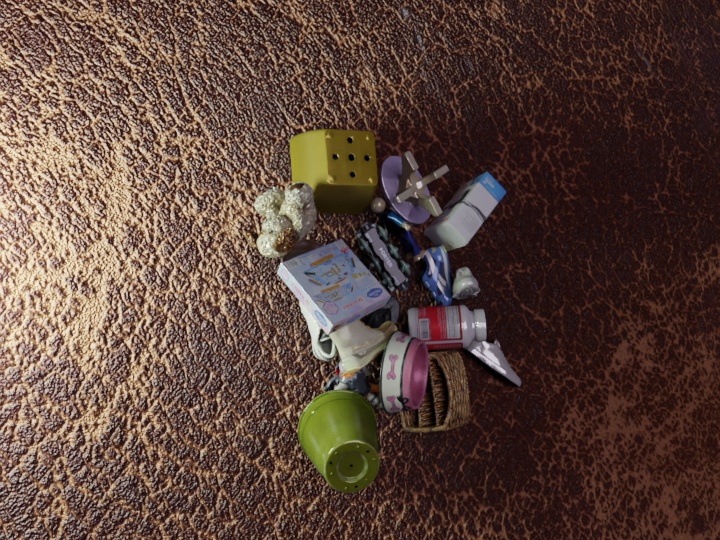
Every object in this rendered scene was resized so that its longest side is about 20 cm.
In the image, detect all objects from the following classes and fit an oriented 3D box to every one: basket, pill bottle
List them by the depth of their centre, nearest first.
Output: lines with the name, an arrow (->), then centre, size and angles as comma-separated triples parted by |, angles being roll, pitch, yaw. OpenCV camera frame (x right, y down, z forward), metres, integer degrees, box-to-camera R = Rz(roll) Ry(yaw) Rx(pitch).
basket -> 0.187, 0.312, 1.729 | 0.147, 0.142, 0.203 | -3, 84, -24
pill bottle -> 0.225, 0.148, 1.746 | 0.197, 0.112, 0.114 | -3, 83, 5

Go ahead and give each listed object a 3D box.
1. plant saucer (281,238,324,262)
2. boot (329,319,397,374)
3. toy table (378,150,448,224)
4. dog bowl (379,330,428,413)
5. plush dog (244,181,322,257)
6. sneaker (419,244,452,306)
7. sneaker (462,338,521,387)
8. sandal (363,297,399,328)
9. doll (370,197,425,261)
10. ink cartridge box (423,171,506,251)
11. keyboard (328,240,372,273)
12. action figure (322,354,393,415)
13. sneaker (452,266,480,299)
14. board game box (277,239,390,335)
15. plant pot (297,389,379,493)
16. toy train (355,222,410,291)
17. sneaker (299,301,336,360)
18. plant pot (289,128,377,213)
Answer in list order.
plant saucer -> -0.111, 0.006, 1.657 | 0.198, 0.032, 0.202 | 23, 37, -19
boot -> -0.001, 0.137, 1.633 | 0.200, 0.072, 0.156 | -38, 100, -43
toy table -> 0.141, -0.224, 1.798 | 0.184, 0.117, 0.200 | -46, 102, -21
dog bowl -> 0.112, 0.251, 1.637 | 0.073, 0.200, 0.203 | 5, 78, 20
plush dog -> -0.184, -0.100, 1.607 | 0.161, 0.199, 0.172 | 52, 59, -27
sneaker -> 0.203, 0.034, 1.815 | 0.081, 0.074, 0.203 | -8, 93, -5
sneaker -> 0.383, 0.244, 1.861 | 0.199, 0.073, 0.085 | 39, 72, -12
sandal -> 0.037, 0.149, 1.739 | 0.200, 0.048, 0.076 | -44, 100, -21
doll -> 0.095, -0.113, 1.758 | 0.048, 0.136, 0.201 | -43, 113, -12
ink cartridge box -> 0.285, -0.158, 1.835 | 0.084, 0.145, 0.201 | 44, 69, -11
keyboard -> 0.000, 0.000, 1.713 | 0.201, 0.039, 0.104 | 58, 24, 8
action figure -> 0.017, 0.272, 1.683 | 0.200, 0.104, 0.194 | -46, 115, -14
sneaker -> 0.276, 0.030, 1.788 | 0.075, 0.200, 0.082 | -7, 83, 4
board game box -> -0.061, 0.033, 1.581 | 0.199, 0.041, 0.200 | -23, 63, -40
plant pot -> -0.037, 0.411, 1.558 | 0.197, 0.193, 0.203 | -3, 104, -12
toy train -> 0.055, -0.033, 1.736 | 0.085, 0.114, 0.201 | -34, 95, -10
sneaker -> -0.098, 0.123, 1.655 | 0.075, 0.080, 0.203 | -17, 88, -10
plant pot -> -0.054, -0.261, 1.686 | 0.197, 0.176, 0.203 | -2, 84, -24
